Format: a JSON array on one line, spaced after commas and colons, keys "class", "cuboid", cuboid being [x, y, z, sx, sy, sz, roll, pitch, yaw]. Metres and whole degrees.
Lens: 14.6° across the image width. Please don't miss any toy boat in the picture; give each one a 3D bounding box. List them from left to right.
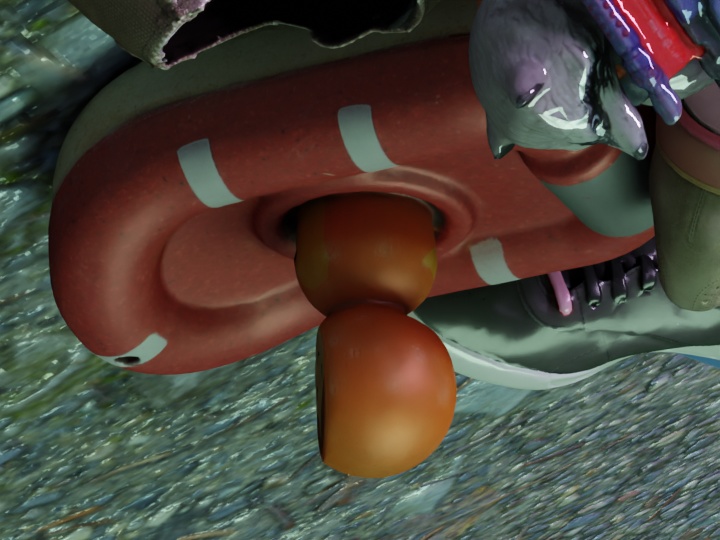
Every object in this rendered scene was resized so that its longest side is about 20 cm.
[{"class": "toy boat", "cuboid": [0.000, 0.000, 0.859, 0.199, 0.131, 0.130, -12, 154, 24]}]

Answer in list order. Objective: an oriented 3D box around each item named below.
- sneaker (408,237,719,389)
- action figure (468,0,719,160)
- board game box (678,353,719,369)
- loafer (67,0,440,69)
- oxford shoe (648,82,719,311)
[{"class": "sneaker", "cuboid": [0.105, -0.011, 0.961, 0.199, 0.071, 0.099, 0, 152, -29]}, {"class": "action figure", "cuboid": [0.111, -0.078, 0.767, 0.193, 0.200, 0.105, -32, -169, -25]}, {"class": "board game box", "cuboid": [0.151, -0.023, 1.064, 0.151, 0.037, 0.200, 20, 150, -3]}, {"class": "loafer", "cuboid": [0.002, -0.092, 0.778, 0.199, 0.071, 0.073, -16, 158, -29]}, {"class": "oxford shoe", "cuboid": [0.141, -0.057, 0.865, 0.200, 0.070, 0.075, -35, 147, -43]}]
